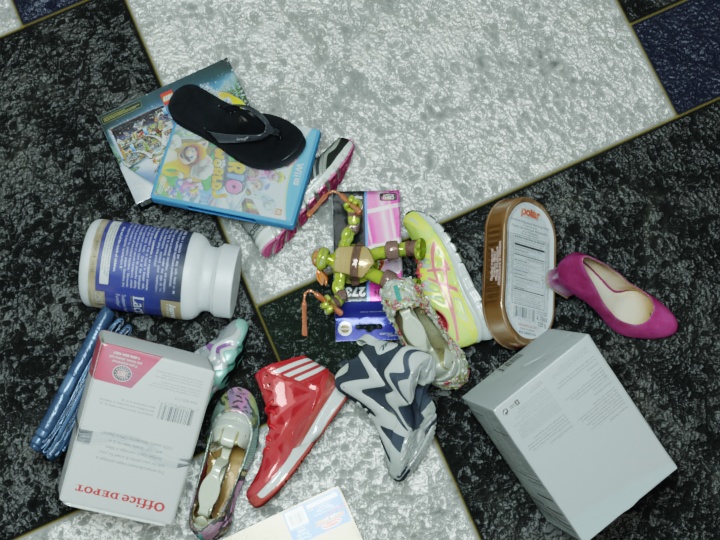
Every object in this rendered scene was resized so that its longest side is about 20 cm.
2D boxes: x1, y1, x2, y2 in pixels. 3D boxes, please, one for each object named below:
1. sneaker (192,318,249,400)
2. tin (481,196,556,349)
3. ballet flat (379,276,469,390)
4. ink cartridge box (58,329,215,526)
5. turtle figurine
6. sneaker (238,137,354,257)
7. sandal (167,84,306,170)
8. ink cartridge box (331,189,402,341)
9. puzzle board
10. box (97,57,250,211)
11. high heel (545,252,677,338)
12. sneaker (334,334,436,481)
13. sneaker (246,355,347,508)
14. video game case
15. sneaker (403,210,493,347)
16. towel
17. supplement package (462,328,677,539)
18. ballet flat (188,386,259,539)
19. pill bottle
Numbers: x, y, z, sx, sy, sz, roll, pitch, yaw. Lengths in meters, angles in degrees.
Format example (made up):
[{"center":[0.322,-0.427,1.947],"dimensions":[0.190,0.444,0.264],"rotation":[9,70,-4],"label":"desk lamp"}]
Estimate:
[{"center":[-0.243,0.125,1.673],"dimensions":[0.139,0.078,0.201],"rotation":[31,78,5],"label":"sneaker"},{"center":[0.212,0.002,1.696],"dimensions":[0.111,0.042,0.203],"rotation":[15,73,-43],"label":"tin"},{"center":[0.081,0.095,1.638],"dimensions":[0.075,0.064,0.201],"rotation":[-28,121,12],"label":"ballet flat"},{"center":[-0.275,0.192,1.574],"dimensions":[0.145,0.083,0.203],"rotation":[15,95,-15],"label":"ink cartridge box"},{"center":[0.000,0.000,1.675],"dimensions":[0.159,0.065,0.203],"rotation":[7,71,13],"label":"turtle figurine"},{"center":[-0.091,-0.116,1.731],"dimensions":[0.087,0.074,0.200],"rotation":[40,79,10],"label":"sneaker"},{"center":[-0.167,-0.190,1.689],"dimensions":[0.198,0.043,0.077],"rotation":[21,71,13],"label":"sandal"},{"center":[0.010,-0.007,1.729],"dimensions":[0.093,0.037,0.203],"rotation":[-1,79,-1],"label":"ink cartridge box"},{"center":[-0.086,0.386,1.648],"dimensions":[0.198,0.017,0.152],"rotation":[-24,78,-6],"label":"puzzle board"},{"center":[-0.242,-0.187,1.763],"dimensions":[0.198,0.038,0.138],"rotation":[-25,78,-6],"label":"box"},{"center":[0.344,0.032,1.676],"dimensions":[0.198,0.096,0.068],"rotation":[29,70,-10],"label":"high heel"},{"center":[0.025,0.167,1.645],"dimensions":[0.129,0.201,0.079],"rotation":[27,47,32],"label":"sneaker"},{"center":[-0.110,0.198,1.657],"dimensions":[0.115,0.078,0.201],"rotation":[37,67,2],"label":"sneaker"},{"center":[-0.164,-0.138,1.701],"dimensions":[0.197,0.018,0.145],"rotation":[11,68,10],"label":"video game case"},{"center":[0.098,0.015,1.702],"dimensions":[0.089,0.078,0.202],"rotation":[-27,79,-4],"label":"sneaker"},{"center":[-0.357,0.147,1.650],"dimensions":[0.048,0.112,0.202],"rotation":[28,79,-9],"label":"towel"},{"center":[0.256,0.200,1.600],"dimensions":[0.151,0.151,0.201],"rotation":[-36,96,-8],"label":"supplement package"},{"center":[-0.176,0.246,1.649],"dimensions":[0.068,0.071,0.203],"rotation":[13,77,6],"label":"ballet flat"},{"center":[-0.259,0.002,1.681],"dimensions":[0.197,0.116,0.117],"rotation":[8,77,2],"label":"pill bottle"}]
